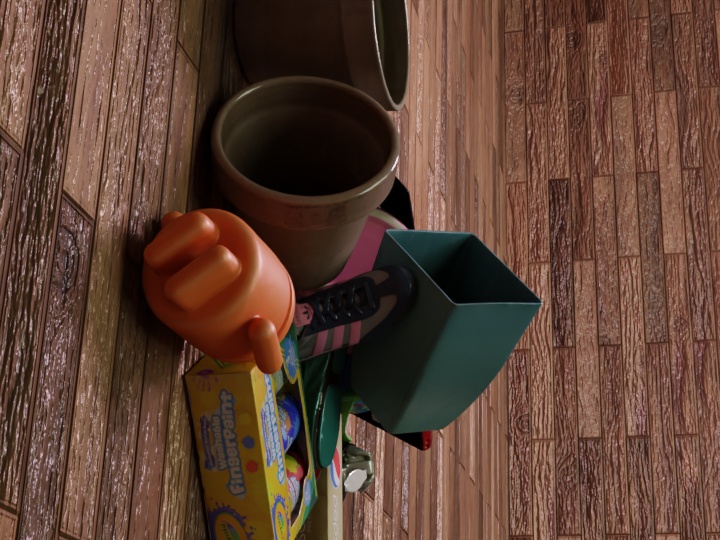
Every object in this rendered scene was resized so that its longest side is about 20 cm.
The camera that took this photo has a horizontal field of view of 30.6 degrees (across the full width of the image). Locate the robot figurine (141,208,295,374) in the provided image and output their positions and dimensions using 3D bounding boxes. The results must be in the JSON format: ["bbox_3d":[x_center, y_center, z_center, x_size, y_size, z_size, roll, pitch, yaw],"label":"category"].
[{"bbox_3d":[-0.125,0.019,1.197,0.200,0.142,0.118,52,53,-67],"label":"robot figurine"}]

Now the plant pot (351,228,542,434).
[{"bbox_3d":[0.077,0.077,1.491,0.140,0.142,0.202,1,125,-40],"label":"plant pot"}]

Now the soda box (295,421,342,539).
[{"bbox_3d":[-0.058,0.264,1.525,0.068,0.063,0.203,40,47,-72],"label":"soda box"}]

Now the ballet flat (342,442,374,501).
[{"bbox_3d":[-0.020,0.261,1.672,0.200,0.067,0.069,-36,120,-75],"label":"ballet flat"}]

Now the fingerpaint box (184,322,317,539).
[{"bbox_3d":[-0.104,0.173,1.333,0.167,0.072,0.203,-48,133,-72],"label":"fingerpaint box"}]

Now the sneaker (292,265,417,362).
[{"bbox_3d":[-0.035,0.049,1.409,0.082,0.198,0.071,22,44,-63],"label":"sneaker"}]

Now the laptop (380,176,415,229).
[{"bbox_3d":[0.037,-0.166,1.656,0.178,0.102,0.203,75,26,-70],"label":"laptop"}]

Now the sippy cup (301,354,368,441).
[{"bbox_3d":[-0.011,0.116,1.651,0.178,0.139,0.131,-43,160,-14],"label":"sippy cup"}]

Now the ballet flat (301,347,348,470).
[{"bbox_3d":[-0.052,0.121,1.487,0.067,0.069,0.203,28,70,-67],"label":"ballet flat"}]

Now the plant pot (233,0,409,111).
[{"bbox_3d":[-0.045,-0.273,1.488,0.200,0.171,0.203,-4,90,-77],"label":"plant pot"}]

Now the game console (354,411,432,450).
[{"bbox_3d":[0.033,0.129,1.750,0.199,0.031,0.180,19,-61,58],"label":"game console"}]

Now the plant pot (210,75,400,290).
[{"bbox_3d":[-0.061,-0.076,1.395,0.202,0.197,0.176,-79,177,-46],"label":"plant pot"}]

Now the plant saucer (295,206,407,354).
[{"bbox_3d":[0.000,0.000,1.576,0.051,0.198,0.203,136,-37,-57],"label":"plant saucer"}]
